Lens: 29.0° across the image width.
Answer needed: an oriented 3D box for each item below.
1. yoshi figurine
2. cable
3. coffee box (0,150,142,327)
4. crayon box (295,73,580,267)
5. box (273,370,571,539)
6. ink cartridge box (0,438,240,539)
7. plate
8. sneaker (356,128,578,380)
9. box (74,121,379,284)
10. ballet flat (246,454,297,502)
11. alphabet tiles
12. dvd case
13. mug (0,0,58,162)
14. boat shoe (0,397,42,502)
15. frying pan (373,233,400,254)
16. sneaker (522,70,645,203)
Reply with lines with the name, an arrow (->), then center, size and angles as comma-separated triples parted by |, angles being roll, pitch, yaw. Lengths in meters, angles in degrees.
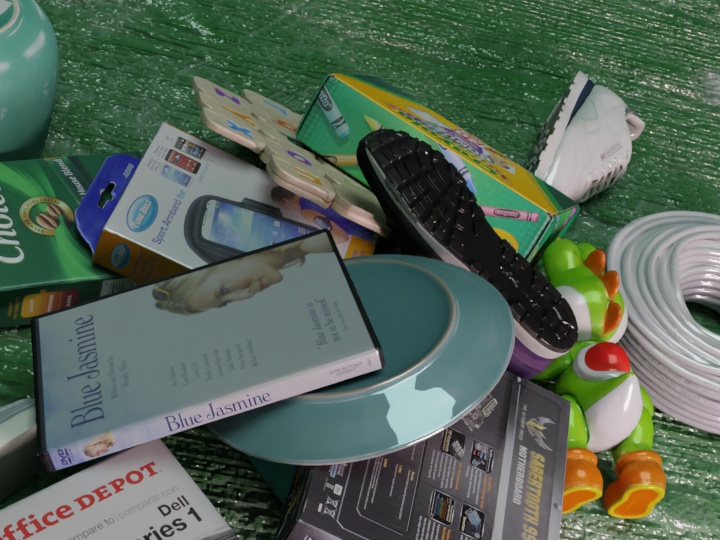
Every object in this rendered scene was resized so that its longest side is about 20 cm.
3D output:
yoshi figurine -> 0.151, 0.079, 0.997 | 0.112, 0.112, 0.200 | -15, 59, 20
cable -> 0.277, 0.037, 1.083 | 0.200, 0.069, 0.200 | 38, 47, 17
coffee box -> -0.231, -0.021, 0.961 | 0.200, 0.044, 0.123 | -7, 51, -27
crayon box -> 0.061, -0.075, 1.062 | 0.200, 0.058, 0.119 | 34, 15, 12
box -> 0.043, 0.125, 0.838 | 0.158, 0.048, 0.200 | 26, 37, -8
ink cartridge box -> -0.120, 0.206, 0.756 | 0.146, 0.084, 0.200 | -24, 60, -37
plate -> -0.008, 0.041, 0.841 | 0.200, 0.026, 0.200 | -10, 34, 7
sneaker -> 0.051, -0.001, 0.952 | 0.200, 0.088, 0.076 | 52, 37, 6
box -> -0.092, -0.024, 0.966 | 0.200, 0.041, 0.119 | 27, 45, -8
ballet flat -> -0.018, 0.133, 0.881 | 0.070, 0.067, 0.200 | -18, 63, -32
alphabet tiles -> -0.037, -0.084, 1.047 | 0.195, 0.015, 0.200 | 24, 16, -21
dvd case -> -0.097, 0.042, 0.833 | 0.200, 0.018, 0.143 | -17, 34, -5
mug -> -0.301, -0.162, 1.021 | 0.152, 0.115, 0.185 | -3, 49, -23
boat shoe -> -0.261, 0.115, 0.801 | 0.201, 0.070, 0.072 | -30, 67, -36
frying pan -> 0.009, 0.013, 1.036 | 0.190, 0.031, 0.115 | -22, 60, -32
sneaker -> 0.187, -0.095, 1.177 | 0.080, 0.076, 0.200 | 33, 46, -1
